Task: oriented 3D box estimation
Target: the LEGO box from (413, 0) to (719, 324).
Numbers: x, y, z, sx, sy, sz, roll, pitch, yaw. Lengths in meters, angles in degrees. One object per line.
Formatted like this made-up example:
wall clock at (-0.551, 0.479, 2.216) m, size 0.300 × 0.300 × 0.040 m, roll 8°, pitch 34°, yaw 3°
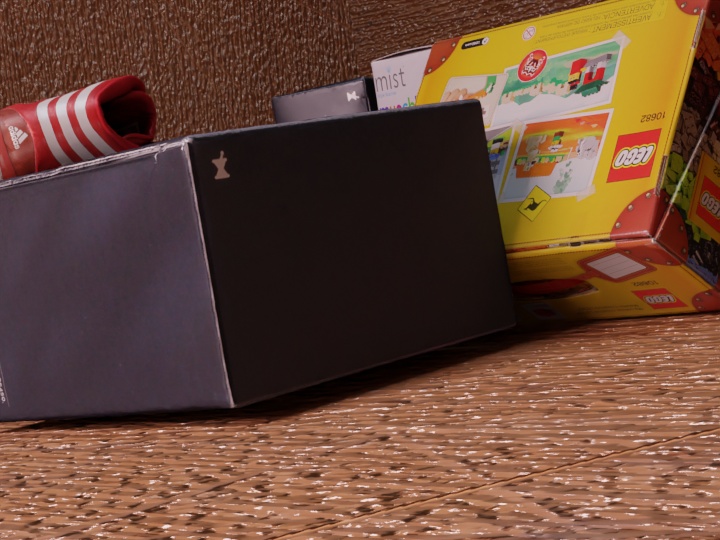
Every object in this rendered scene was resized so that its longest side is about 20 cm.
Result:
LEGO box at (0.111, -0.055, 0.894) m, size 0.200 × 0.149 × 0.077 m, roll -6°, pitch -31°, yaw 47°

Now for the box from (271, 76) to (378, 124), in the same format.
box at (-0.003, -0.116, 1.961) m, size 0.117 × 0.198 × 0.200 m, roll -9°, pitch 3°, yaw 17°

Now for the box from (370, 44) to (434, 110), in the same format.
box at (0.124, -0.086, 1.266) m, size 0.199 × 0.177 × 0.097 m, roll -13°, pitch 5°, yaw -34°

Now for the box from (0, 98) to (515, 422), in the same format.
box at (-0.066, -0.003, 0.833) m, size 0.198 × 0.124 × 0.200 m, roll -9°, pitch 3°, yaw 44°

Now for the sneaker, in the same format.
sneaker at (-0.169, -0.053, 0.973) m, size 0.115 × 0.079 × 0.200 m, roll -16°, pitch -1°, yaw -11°
